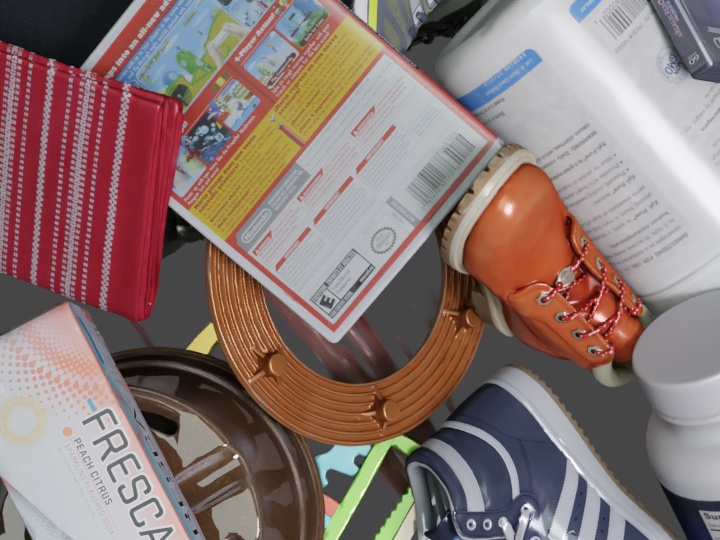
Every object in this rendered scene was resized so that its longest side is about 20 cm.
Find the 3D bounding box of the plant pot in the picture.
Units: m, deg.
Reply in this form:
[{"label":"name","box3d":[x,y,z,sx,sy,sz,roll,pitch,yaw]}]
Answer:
[{"label":"plant pot","box3d":[-0.122,0.139,1.050,0.200,0.198,0.201,0,86,1]}]

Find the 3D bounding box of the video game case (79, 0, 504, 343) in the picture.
[{"label":"video game case","box3d":[-0.044,-0.078,1.039,0.200,0.017,0.143,40,101,-3]}]

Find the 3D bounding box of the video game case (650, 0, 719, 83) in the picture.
[{"label":"video game case","box3d":[0.186,-0.190,1.113,0.019,0.143,0.200,-36,68,34]}]

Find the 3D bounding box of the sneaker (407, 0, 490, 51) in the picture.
[{"label":"sneaker","box3d":[0.030,-0.158,1.159,0.079,0.074,0.200,44,86,-2]}]

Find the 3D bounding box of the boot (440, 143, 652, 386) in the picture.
[{"label":"boot","box3d":[0.110,0.002,1.068,0.107,0.200,0.075,35,82,25]}]

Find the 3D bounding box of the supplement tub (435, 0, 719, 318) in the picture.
[{"label":"supplement tub","box3d":[0.151,-0.084,1.107,0.132,0.132,0.200,-43,99,-3]}]

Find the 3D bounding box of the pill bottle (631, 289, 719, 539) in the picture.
[{"label":"pill bottle","box3d":[0.224,0.112,1.078,0.111,0.111,0.200,-30,116,-3]}]

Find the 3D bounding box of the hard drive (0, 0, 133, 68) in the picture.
[{"label":"hard drive","box3d":[-0.161,-0.152,1.087,0.199,0.042,0.135,16,100,17]}]

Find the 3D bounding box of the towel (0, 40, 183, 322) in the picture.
[{"label":"towel","box3d":[-0.193,-0.062,1.054,0.199,0.022,0.145,20,125,13]}]

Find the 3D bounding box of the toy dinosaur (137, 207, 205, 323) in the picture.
[{"label":"toy dinosaur","box3d":[-0.088,-0.065,1.147,0.077,0.102,0.201,9,95,-16]}]

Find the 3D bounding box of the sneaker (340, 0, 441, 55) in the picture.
[{"label":"sneaker","box3d":[0.024,-0.160,1.088,0.081,0.074,0.201,8,84,-18]}]

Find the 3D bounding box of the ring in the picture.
[{"label":"ring","box3d":[0.000,0.000,1.116,0.200,0.019,0.201,3,85,-36]}]

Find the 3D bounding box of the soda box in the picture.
[{"label":"soda box","box3d":[-0.118,0.117,0.921,0.068,0.064,0.200,-28,85,-2]}]

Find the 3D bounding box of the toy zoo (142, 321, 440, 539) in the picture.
[{"label":"toy zoo","box3d":[-0.062,0.120,1.160,0.200,0.020,0.131,31,86,2]}]

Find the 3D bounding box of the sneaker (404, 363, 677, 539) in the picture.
[{"label":"sneaker","box3d":[0.108,0.160,1.117,0.108,0.070,0.200,-33,79,-28]}]
